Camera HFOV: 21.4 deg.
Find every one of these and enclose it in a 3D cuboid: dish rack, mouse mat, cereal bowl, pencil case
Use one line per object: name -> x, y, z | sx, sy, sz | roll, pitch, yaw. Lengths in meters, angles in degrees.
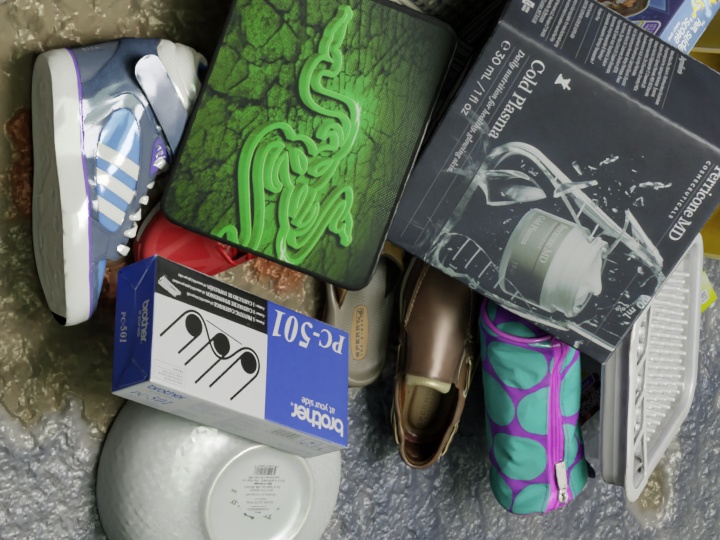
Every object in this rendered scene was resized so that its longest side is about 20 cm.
dish rack -> 0.229, 0.072, 1.541 | 0.200, 0.043, 0.173 | -42, 135, -55
mouse mat -> -0.036, -0.103, 1.332 | 0.160, 0.008, 0.201 | 20, 97, 0
cereal bowl -> -0.097, 0.165, 1.462 | 0.199, 0.083, 0.201 | -9, 109, -29
pencil case -> 0.139, 0.099, 1.505 | 0.085, 0.092, 0.201 | -22, 130, -18

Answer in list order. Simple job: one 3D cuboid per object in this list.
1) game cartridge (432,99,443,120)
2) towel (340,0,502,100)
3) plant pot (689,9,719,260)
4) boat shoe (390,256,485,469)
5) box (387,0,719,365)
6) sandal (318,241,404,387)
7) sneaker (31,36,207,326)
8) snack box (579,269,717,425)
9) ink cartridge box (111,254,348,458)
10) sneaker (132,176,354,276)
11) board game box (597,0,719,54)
game cartridge -> 0.071, -0.170, 1.506 | 0.129, 0.038, 0.201 | 35, 84, -38
towel -> 0.095, -0.211, 1.394 | 0.192, 0.035, 0.200 | -39, 151, 16
plant pot -> 0.364, -0.132, 1.616 | 0.176, 0.199, 0.201 | -34, 119, -34
boat shoe -> 0.063, 0.069, 1.501 | 0.074, 0.075, 0.203 | 7, 121, 5
box -> 0.148, -0.077, 1.370 | 0.196, 0.124, 0.200 | 29, 123, -2
sandal -> 0.000, 0.000, 1.493 | 0.081, 0.055, 0.201 | -8, 106, -31
sneaker -> -0.155, -0.065, 1.362 | 0.146, 0.080, 0.201 | -6, 101, -26
snack box -> 0.188, 0.018, 1.608 | 0.200, 0.068, 0.169 | -41, 123, -18
ink cartridge box -> -0.089, 0.066, 1.379 | 0.199, 0.044, 0.095 | 23, 58, -44
sneaker -> -0.068, -0.042, 1.386 | 0.199, 0.116, 0.079 | -31, 111, -7
board game box -> 0.225, -0.223, 1.496 | 0.200, 0.135, 0.035 | -53, 127, -26
